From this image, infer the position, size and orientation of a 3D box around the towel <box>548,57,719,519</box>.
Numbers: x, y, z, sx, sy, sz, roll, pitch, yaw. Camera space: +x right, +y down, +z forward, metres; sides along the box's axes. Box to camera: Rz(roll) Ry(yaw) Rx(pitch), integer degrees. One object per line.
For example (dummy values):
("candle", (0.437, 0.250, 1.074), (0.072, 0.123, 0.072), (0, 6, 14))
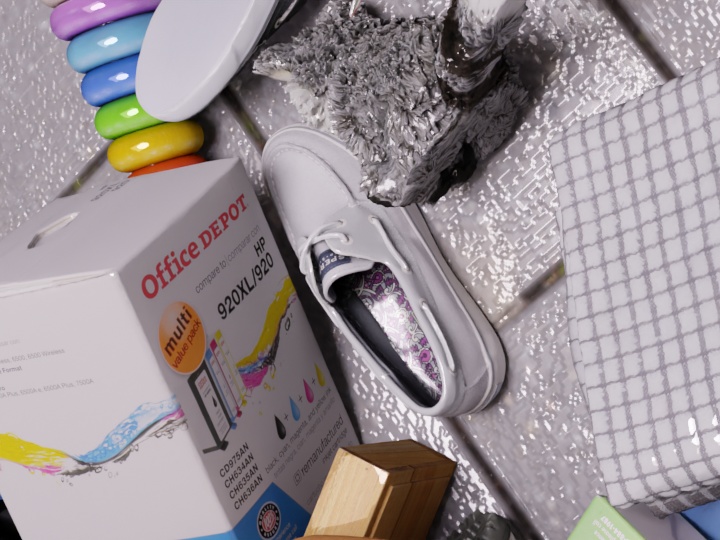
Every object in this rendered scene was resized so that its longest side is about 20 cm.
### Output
("towel", (0.182, 0.003, 0.887), (0.165, 0.085, 0.201), (-25, 64, 38))

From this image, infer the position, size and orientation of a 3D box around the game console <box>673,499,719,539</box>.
("game console", (0.223, 0.156, 0.926), (0.177, 0.031, 0.200), (47, 116, 19))

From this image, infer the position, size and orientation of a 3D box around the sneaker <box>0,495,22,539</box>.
("sneaker", (-0.237, 0.119, 1.149), (0.200, 0.078, 0.066), (42, 117, 32))

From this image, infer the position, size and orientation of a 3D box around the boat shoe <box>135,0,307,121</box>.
("boat shoe", (-0.053, -0.165, 1.027), (0.069, 0.057, 0.200), (44, 106, 38))

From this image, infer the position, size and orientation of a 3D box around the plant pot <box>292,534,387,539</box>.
("plant pot", (-0.056, 0.219, 0.885), (0.140, 0.200, 0.201), (6, 98, 34))

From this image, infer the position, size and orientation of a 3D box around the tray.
("tray", (-0.014, 0.194, 1.013), (0.037, 0.099, 0.201), (25, 98, 23))

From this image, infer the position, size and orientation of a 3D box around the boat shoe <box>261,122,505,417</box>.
("boat shoe", (0.000, 0.000, 1.021), (0.072, 0.068, 0.200), (-38, 76, 28))

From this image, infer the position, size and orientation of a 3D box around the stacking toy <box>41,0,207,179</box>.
("stacking toy", (-0.125, -0.090, 1.090), (0.085, 0.085, 0.201), (-15, 94, 31))

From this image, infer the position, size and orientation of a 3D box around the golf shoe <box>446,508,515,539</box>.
("golf shoe", (0.061, 0.234, 1.015), (0.088, 0.077, 0.201), (17, 88, -13))

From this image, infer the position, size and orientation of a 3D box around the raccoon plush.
("raccoon plush", (0.023, -0.130, 0.965), (0.134, 0.097, 0.200), (46, 137, 19))

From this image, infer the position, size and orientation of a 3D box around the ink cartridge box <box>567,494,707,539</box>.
("ink cartridge box", (0.121, 0.228, 0.914), (0.117, 0.067, 0.200), (45, 112, 40))

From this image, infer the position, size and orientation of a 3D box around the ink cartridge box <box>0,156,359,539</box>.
("ink cartridge box", (-0.117, 0.064, 1.016), (0.144, 0.147, 0.201), (-10, 112, 31))

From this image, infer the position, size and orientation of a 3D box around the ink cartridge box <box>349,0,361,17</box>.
("ink cartridge box", (0.060, -0.220, 0.940), (0.050, 0.109, 0.201), (25, 110, -6))
